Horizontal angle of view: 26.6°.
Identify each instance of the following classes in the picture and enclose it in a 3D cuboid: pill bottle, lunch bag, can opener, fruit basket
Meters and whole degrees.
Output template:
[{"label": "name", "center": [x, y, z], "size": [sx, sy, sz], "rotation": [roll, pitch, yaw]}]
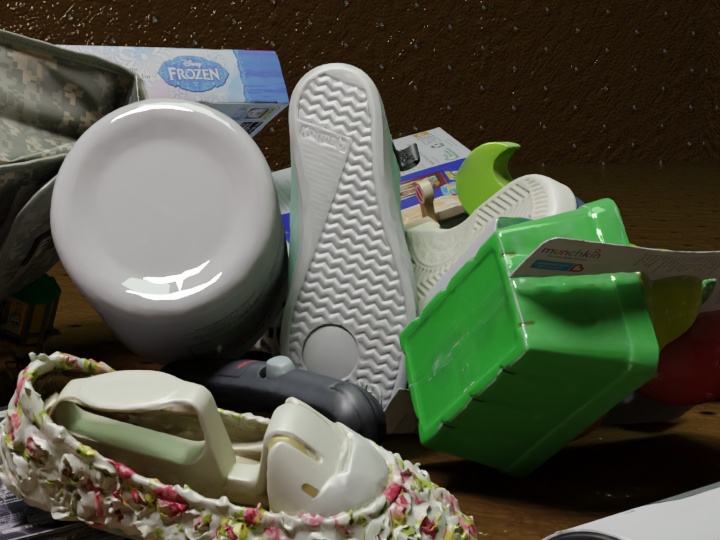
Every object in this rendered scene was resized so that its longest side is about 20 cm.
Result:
[{"label": "pill bottle", "center": [-0.096, -0.008, 0.832], "size": [0.113, 0.116, 0.200], "rotation": [1, -14, 0]}, {"label": "lunch bag", "center": [-0.225, -0.053, 0.842], "size": [0.197, 0.119, 0.164], "rotation": [1, -27, -28]}, {"label": "can opener", "center": [-0.051, 0.070, 0.740], "size": [0.078, 0.064, 0.199], "rotation": [-4, 9, -30]}, {"label": "fruit basket", "center": [0.125, 0.030, 0.737], "size": [0.198, 0.095, 0.185], "rotation": [-4, -27, -29]}]

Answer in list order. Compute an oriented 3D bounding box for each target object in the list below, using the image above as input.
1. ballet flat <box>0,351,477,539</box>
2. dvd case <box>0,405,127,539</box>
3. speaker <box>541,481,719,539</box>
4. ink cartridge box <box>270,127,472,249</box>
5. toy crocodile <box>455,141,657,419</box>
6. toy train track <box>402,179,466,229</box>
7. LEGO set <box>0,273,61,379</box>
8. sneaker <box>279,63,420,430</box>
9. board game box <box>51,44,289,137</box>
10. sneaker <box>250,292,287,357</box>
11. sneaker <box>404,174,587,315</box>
[{"label": "ballet flat", "center": [-0.050, 0.076, 0.586], "size": [0.197, 0.065, 0.076], "rotation": [10, 35, 7]}, {"label": "dvd case", "center": [-0.150, 0.092, 0.693], "size": [0.147, 0.016, 0.199], "rotation": [-11, 13, -27]}, {"label": "speaker", "center": [0.133, 0.100, 0.464], "size": [0.198, 0.083, 0.081], "rotation": [-7, 10, -42]}, {"label": "ink cartridge box", "center": [-0.004, -0.036, 1.046], "size": [0.197, 0.048, 0.198], "rotation": [-18, 23, -9]}, {"label": "toy crocodile", "center": [0.122, 0.007, 0.901], "size": [0.067, 0.062, 0.201], "rotation": [8, 40, -52]}, {"label": "toy train track", "center": [0.000, -0.050, 0.977], "size": [0.113, 0.033, 0.200], "rotation": [-20, 23, -17]}, {"label": "LEGO set", "center": [-0.292, 0.034, 0.961], "size": [0.198, 0.117, 0.154], "rotation": [-11, 42, -40]}, {"label": "sneaker", "center": [0.000, 0.000, 0.828], "size": [0.073, 0.204, 0.118], "rotation": [-1, -6, 8]}, {"label": "board game box", "center": [-0.181, -0.087, 1.019], "size": [0.197, 0.044, 0.199], "rotation": [-6, -17, -37]}, {"label": "sneaker", "center": [-0.056, 0.027, 1.015], "size": [0.197, 0.077, 0.115], "rotation": [5, 6, 13]}, {"label": "sneaker", "center": [0.067, 0.014, 0.838], "size": [0.084, 0.076, 0.199], "rotation": [26, -27, -28]}]
